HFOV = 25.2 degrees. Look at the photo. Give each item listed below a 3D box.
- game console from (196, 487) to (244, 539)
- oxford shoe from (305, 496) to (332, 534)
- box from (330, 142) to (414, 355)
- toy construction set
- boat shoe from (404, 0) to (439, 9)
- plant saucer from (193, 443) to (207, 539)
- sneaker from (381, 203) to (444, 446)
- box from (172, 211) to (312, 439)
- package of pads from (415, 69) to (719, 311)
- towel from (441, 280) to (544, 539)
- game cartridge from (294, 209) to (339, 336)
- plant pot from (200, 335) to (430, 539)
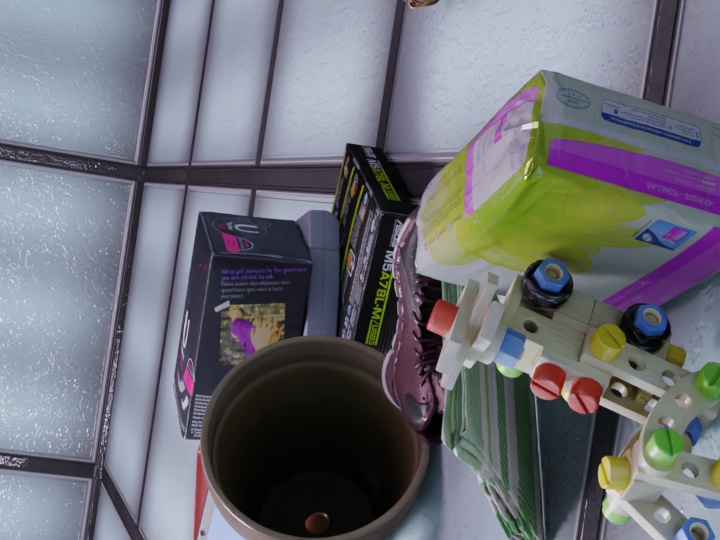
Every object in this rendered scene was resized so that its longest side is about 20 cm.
[{"bbox_3d":[-0.108,0.327,1.698,0.176,0.115,0.202,-112,33,-63],"label":"game console"},{"bbox_3d":[-0.021,0.303,1.500,0.071,0.071,0.203,-29,63,57],"label":"oxford shoe"},{"bbox_3d":[0.000,0.000,1.605,0.194,0.047,0.202,-111,31,-66],"label":"box"},{"bbox_3d":[0.120,0.064,0.882,0.092,0.199,0.132,-44,17,49],"label":"toy construction set"},{"bbox_3d":[0.063,-0.282,1.504,0.200,0.071,0.073,48,160,58],"label":"boat shoe"},{"bbox_3d":[-0.187,0.293,2.164,0.200,0.036,0.202,121,153,-54],"label":"plant saucer"},{"bbox_3d":[0.070,0.052,1.289,0.116,0.075,0.202,-115,25,-56],"label":"sneaker"},{"bbox_3d":[-0.121,0.057,1.616,0.122,0.105,0.202,-120,38,-65],"label":"box"},{"bbox_3d":[0.126,-0.034,0.930,0.200,0.153,0.069,134,148,-66],"label":"package of pads"},{"bbox_3d":[0.087,0.086,1.071,0.200,0.023,0.154,56,-150,-55],"label":"towel"},{"bbox_3d":[-0.053,0.046,1.633,0.133,0.040,0.203,145,129,-77],"label":"game cartridge"},{"bbox_3d":[-0.039,0.189,1.427,0.174,0.197,0.202,91,176,-54],"label":"plant pot"}]
